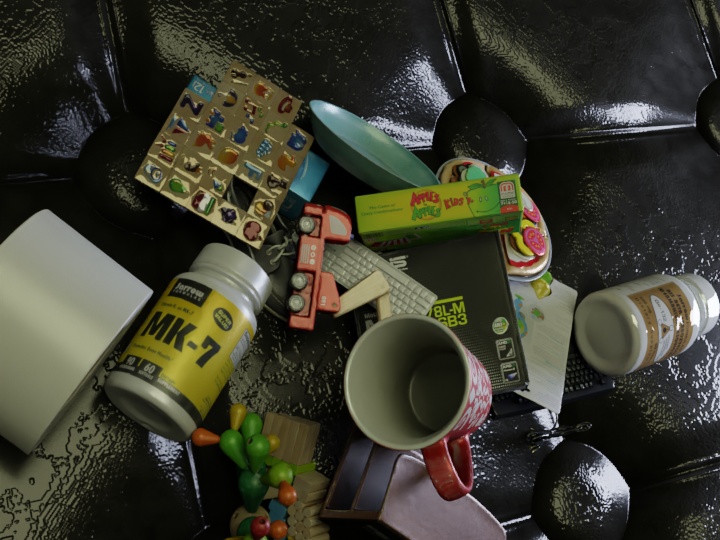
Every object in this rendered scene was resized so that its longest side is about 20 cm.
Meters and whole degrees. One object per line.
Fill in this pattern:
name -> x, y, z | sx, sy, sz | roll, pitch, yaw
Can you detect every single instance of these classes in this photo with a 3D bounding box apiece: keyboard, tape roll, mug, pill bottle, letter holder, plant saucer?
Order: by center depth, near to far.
tape roll -> -0.324, 0.059, 1.011 | 0.139, 0.203, 0.204 | 38, 61, -7
mug -> 0.070, 0.148, 1.082 | 0.131, 0.200, 0.181 | 6, 82, 18
pill bottle -> -0.186, 0.076, 1.116 | 0.113, 0.114, 0.202 | 34, 62, -9
letter holder -> 0.073, 0.260, 1.137 | 0.200, 0.100, 0.144 | 40, 56, -30
keyboard -> 0.000, 0.000, 1.234 | 0.199, 0.011, 0.057 | 35, 84, 16
plant saucer -> 0.011, -0.146, 1.273 | 0.198, 0.036, 0.201 | 30, 18, -11
keyboard -> 0.256, 0.166, 1.331 | 0.197, 0.021, 0.129 | -9, 76, -25
pill bottle -> 0.396, 0.067, 1.370 | 0.198, 0.114, 0.116 | -13, 77, -35

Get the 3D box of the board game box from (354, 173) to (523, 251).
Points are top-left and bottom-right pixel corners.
board game box -> 0.098, -0.069, 1.230 | 0.196, 0.102, 0.049 | -7, 77, 6

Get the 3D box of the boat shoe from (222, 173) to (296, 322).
boat shoe -> -0.114, -0.027, 1.213 | 0.072, 0.063, 0.202 | -29, 85, -29

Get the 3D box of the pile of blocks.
pile of blocks -> -0.070, 0.260, 1.140 | 0.062, 0.081, 0.204 | 10, 71, -64

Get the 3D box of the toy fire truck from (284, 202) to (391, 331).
toy fire truck -> -0.017, 0.029, 1.177 | 0.138, 0.049, 0.204 | 8, 84, -9

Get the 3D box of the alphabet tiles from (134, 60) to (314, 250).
alphabet tiles -> -0.151, -0.148, 1.194 | 0.166, 0.008, 0.202 | 29, 65, -11

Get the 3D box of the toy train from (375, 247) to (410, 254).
toy train -> 0.110, 0.003, 1.305 | 0.198, 0.056, 0.152 | 33, 62, -10

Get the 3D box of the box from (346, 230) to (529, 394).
box -> 0.093, 0.065, 1.231 | 0.196, 0.048, 0.197 | -10, 77, 5

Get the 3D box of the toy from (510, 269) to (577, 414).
toy -> 0.218, 0.086, 1.320 | 0.114, 0.047, 0.202 | 27, 54, -11

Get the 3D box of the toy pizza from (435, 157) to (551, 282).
toy pizza -> 0.184, -0.075, 1.343 | 0.198, 0.032, 0.203 | 21, 46, -24

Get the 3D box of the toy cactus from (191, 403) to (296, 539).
toy cactus -> -0.123, 0.247, 1.063 | 0.100, 0.167, 0.201 | -4, 33, -18

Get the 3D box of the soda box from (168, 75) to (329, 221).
soda box -> -0.142, -0.150, 1.240 | 0.198, 0.068, 0.065 | 32, 63, -10
